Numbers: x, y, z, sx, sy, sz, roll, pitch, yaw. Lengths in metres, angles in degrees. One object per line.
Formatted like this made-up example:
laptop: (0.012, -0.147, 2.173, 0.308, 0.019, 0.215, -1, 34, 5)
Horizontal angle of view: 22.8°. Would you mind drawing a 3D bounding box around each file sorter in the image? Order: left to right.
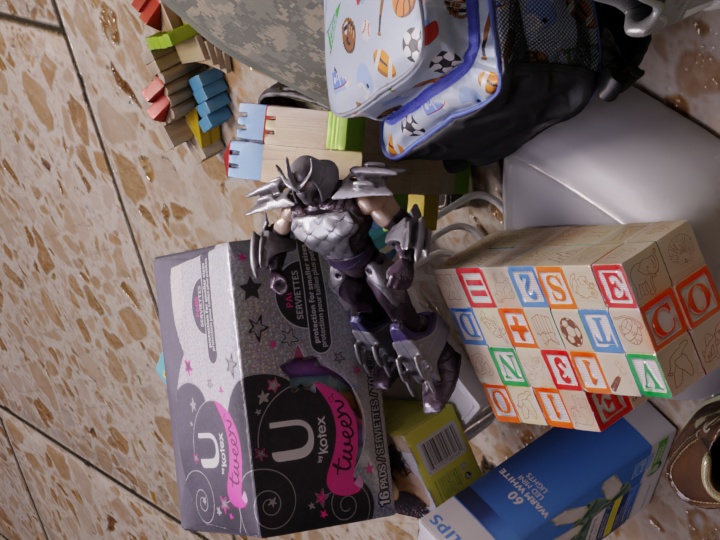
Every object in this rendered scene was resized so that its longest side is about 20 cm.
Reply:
file sorter: (0.059, 0.055, 1.351, 0.139, 0.124, 0.200, 52, 152, 12)

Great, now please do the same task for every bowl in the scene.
bowl: (0.164, -0.016, 1.167, 0.199, 0.074, 0.201, 38, 147, 36)

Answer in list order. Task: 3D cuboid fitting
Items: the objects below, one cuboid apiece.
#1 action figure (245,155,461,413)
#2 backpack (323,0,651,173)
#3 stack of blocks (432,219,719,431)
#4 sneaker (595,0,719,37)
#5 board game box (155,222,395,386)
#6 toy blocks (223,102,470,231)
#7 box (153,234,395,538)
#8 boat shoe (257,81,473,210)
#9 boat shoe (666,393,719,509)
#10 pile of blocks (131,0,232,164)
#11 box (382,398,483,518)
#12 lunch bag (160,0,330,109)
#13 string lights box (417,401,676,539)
action figure: (0.000, 0.000, 1.150, 0.129, 0.070, 0.201, 4, 138, 39)
backpack: (0.060, -0.173, 1.085, 0.200, 0.153, 0.192, -24, 62, 57)
stack of blocks: (0.140, 0.036, 1.112, 0.200, 0.058, 0.116, -2, 115, 60)
sneaker: (0.141, -0.219, 0.960, 0.075, 0.115, 0.201, 6, 122, 57)
board game box: (-0.061, 0.017, 1.434, 0.047, 0.199, 0.151, 52, 151, 14)
toy blocks: (-0.024, -0.084, 1.237, 0.136, 0.200, 0.101, 7, 95, 26)
box: (-0.063, 0.080, 1.260, 0.132, 0.114, 0.202, -9, 87, 60)
boat shoe: (0.001, -0.093, 1.366, 0.199, 0.065, 0.074, 32, 139, 37)
boat shoe: (0.243, 0.117, 1.157, 0.075, 0.075, 0.202, 53, 152, 9)
pile of blocks: (-0.159, -0.170, 1.564, 0.082, 0.062, 0.201, 32, 142, 42)
box: (0.009, 0.135, 1.328, 0.200, 0.050, 0.076, -3, 115, 60)
lunch bag: (-0.020, -0.196, 1.244, 0.200, 0.118, 0.164, 38, 156, -15)
string lights box: (0.127, 0.172, 1.270, 0.059, 0.199, 0.103, 44, 149, 27)
